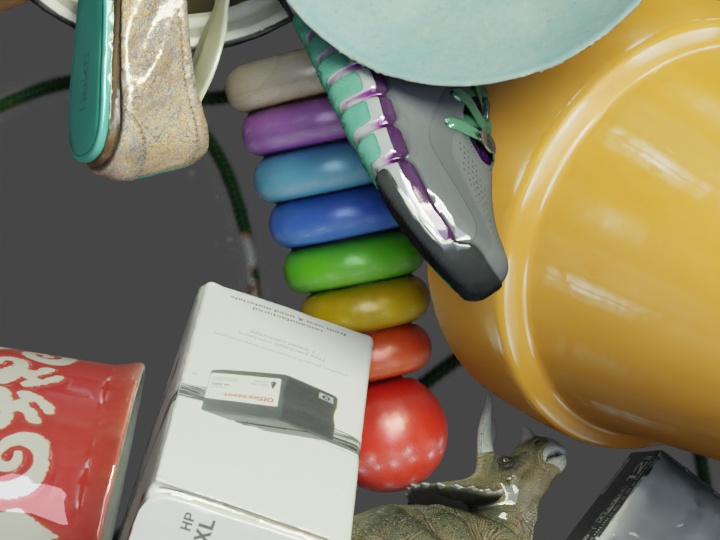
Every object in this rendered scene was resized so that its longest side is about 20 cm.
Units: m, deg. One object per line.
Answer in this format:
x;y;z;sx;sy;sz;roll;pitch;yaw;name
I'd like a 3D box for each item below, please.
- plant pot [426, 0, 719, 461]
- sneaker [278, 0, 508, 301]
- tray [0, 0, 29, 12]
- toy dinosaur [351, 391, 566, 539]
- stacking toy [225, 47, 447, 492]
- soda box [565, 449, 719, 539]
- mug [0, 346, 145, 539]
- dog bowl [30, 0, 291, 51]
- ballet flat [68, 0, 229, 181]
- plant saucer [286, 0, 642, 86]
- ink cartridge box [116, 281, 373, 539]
0.160;-0.001;1.205;0.200;0.183;0.200;-14;117;-30;plant pot
0.029;-0.085;1.182;0.088;0.074;0.200;-30;63;5;sneaker
-0.242;-0.131;1.243;0.200;0.037;0.099;-20;87;16;tray
0.029;0.130;1.208;0.102;0.200;0.077;39;121;22;toy dinosaur
0.000;0.000;1.281;0.085;0.085;0.200;-12;90;-8;stacking toy
0.094;0.178;1.282;0.071;0.063;0.200;39;82;-3;soda box
-0.205;0.099;1.209;0.200;0.133;0.178;13;47;-2;mug
-0.085;-0.191;1.289;0.200;0.074;0.200;1;84;-6;dog bowl
-0.088;-0.137;1.222;0.067;0.068;0.200;2;90;-26;ballet flat
0.050;-0.170;1.150;0.201;0.039;0.201;-2;84;22;plant saucer
-0.057;0.115;1.178;0.084;0.200;0.145;18;112;-4;ink cartridge box
